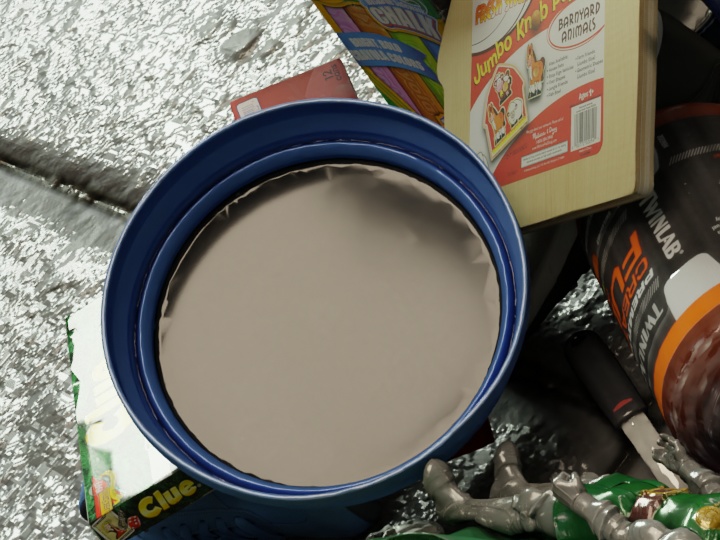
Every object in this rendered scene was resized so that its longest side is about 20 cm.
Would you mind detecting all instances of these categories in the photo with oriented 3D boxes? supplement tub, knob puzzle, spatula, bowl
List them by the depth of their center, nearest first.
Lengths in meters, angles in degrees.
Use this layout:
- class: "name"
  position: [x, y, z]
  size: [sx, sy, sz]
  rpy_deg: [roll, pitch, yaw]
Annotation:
- class: "supplement tub"
  position: [0.169, 0.018, 0.990]
  size: [0.107, 0.107, 0.200]
  rpy_deg: [-31, 36, 9]
- class: "spatula"
  position: [0.132, 0.080, 1.026]
  size: [0.056, 0.021, 0.200]
  rpy_deg: [-34, 35, 4]
- class: "bowl"
  position: [-0.019, 0.017, 1.046]
  size: [0.200, 0.039, 0.201]
  rpy_deg: [-5, 65, 11]
- class: "knob puzzle"
  position: [0.094, -0.118, 1.063]
  size: [0.220, 0.030, 0.220]
  rpy_deg: [-174, 90, -65]

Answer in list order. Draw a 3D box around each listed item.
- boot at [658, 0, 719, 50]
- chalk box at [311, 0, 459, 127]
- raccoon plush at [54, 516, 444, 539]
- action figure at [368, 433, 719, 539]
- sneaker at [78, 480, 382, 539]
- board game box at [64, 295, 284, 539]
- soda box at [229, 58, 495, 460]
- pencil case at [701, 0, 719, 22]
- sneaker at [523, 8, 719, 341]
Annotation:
- class: "boot"
  position: [0.175, -0.194, 1.172]
  size: [0.204, 0.154, 0.073]
  rpy_deg: [-44, 36, -8]
- class: "chalk box"
  position: [0.051, -0.171, 1.215]
  size: [0.124, 0.200, 0.125]
  rpy_deg: [19, 64, 49]
- class: "raccoon plush"
  position: [-0.059, 0.160, 1.077]
  size: [0.199, 0.097, 0.134]
  rpy_deg: [-16, 24, -9]
- class: "action figure"
  position: [0.109, 0.101, 0.922]
  size: [0.118, 0.055, 0.200]
  rpy_deg: [-13, 10, -37]
- class: "sneaker"
  position: [-0.069, 0.118, 1.128]
  size: [0.200, 0.066, 0.079]
  rpy_deg: [10, 66, 47]
- class: "board game box"
  position: [-0.097, 0.054, 1.145]
  size: [0.105, 0.023, 0.200]
  rpy_deg: [-33, 29, 7]
- class: "soda box"
  position: [0.000, 0.000, 1.111]
  size: [0.063, 0.070, 0.200]
  rpy_deg: [-21, 63, 0]
- class: "pencil case"
  position: [0.182, -0.166, 1.102]
  size: [0.087, 0.200, 0.078]
  rpy_deg: [-40, 26, 14]
- class: "sneaker"
  position: [0.129, -0.031, 1.115]
  size: [0.200, 0.099, 0.071]
  rpy_deg: [-64, 29, 19]
